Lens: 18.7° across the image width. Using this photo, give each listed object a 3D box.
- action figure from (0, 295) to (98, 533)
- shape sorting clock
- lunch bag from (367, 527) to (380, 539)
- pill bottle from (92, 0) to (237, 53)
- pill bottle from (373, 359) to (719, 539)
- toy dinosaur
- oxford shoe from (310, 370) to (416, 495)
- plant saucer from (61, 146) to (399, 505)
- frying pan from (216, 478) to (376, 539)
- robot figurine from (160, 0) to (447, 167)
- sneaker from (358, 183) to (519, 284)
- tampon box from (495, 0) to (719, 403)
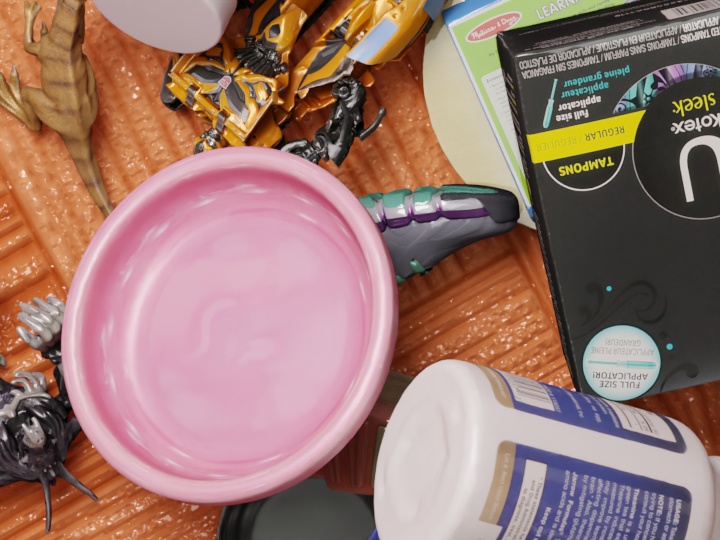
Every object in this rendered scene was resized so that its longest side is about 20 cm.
[{"bbox_3d":[-0.222,0.056,1.273,0.118,0.102,0.201,-34,83,-12],"label":"action figure"},{"bbox_3d":[0.136,-0.120,1.297,0.198,0.039,0.202,0,97,3],"label":"shape sorting clock"},{"bbox_3d":[0.073,0.207,1.227,0.170,0.127,0.201,36,78,-8],"label":"lunch bag"},{"bbox_3d":[-0.082,-0.228,1.251,0.110,0.111,0.201,19,64,4],"label":"pill bottle"},{"bbox_3d":[0.116,0.122,1.154,0.199,0.111,0.112,16,86,-24],"label":"pill bottle"},{"bbox_3d":[-0.173,-0.094,1.295,0.060,0.106,0.201,-25,125,-26],"label":"toy dinosaur"},{"bbox_3d":[-0.043,0.080,1.272,0.199,0.074,0.071,12,122,23],"label":"oxford shoe"},{"bbox_3d":[-0.068,0.033,1.215,0.199,0.051,0.202,-6,72,20],"label":"plant saucer"},{"bbox_3d":[-0.010,0.127,1.288,0.114,0.031,0.191,28,84,3],"label":"frying pan"},{"bbox_3d":[-0.032,-0.143,1.285,0.145,0.058,0.200,40,86,29],"label":"robot figurine"},{"bbox_3d":[0.000,0.000,1.287,0.198,0.074,0.088,-7,95,14],"label":"sneaker"},{"bbox_3d":[0.170,-0.045,1.221,0.149,0.126,0.202,-13,102,3],"label":"tampon box"}]
